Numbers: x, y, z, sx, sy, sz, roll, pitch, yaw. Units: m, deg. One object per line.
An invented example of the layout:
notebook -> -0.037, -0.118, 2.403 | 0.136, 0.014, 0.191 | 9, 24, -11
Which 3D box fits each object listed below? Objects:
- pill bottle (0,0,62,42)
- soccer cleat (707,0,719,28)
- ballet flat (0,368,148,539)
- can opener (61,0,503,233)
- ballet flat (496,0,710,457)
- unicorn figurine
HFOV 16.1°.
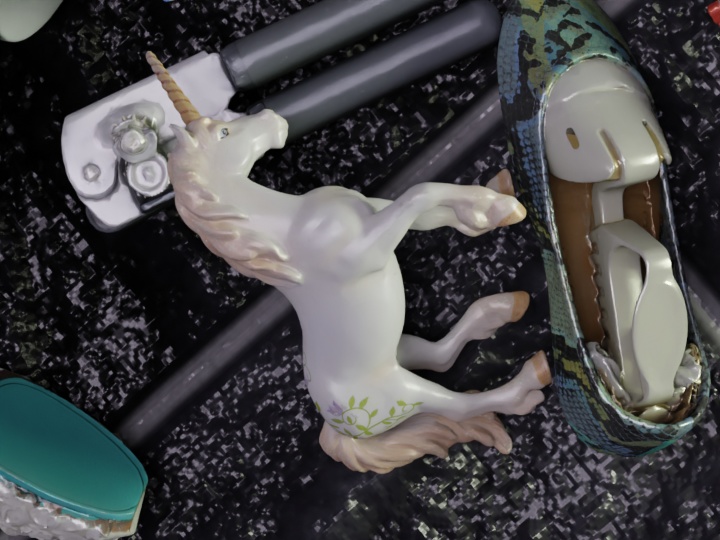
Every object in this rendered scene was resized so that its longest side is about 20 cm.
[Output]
pill bottle -> -0.218, -0.179, 1.098 | 0.200, 0.110, 0.110 | 25, 100, 12
soccer cleat -> 0.198, -0.073, 1.017 | 0.077, 0.069, 0.200 | -27, 84, 13
ballet flat -> -0.181, 0.072, 1.141 | 0.200, 0.072, 0.072 | 31, 102, 13
can opener -> -0.036, -0.079, 1.088 | 0.200, 0.066, 0.053 | -26, 89, 7
ballet flat -> 0.106, -0.022, 1.041 | 0.074, 0.074, 0.201 | -12, 96, 16
unicorn figurine -> 0.000, 0.000, 1.041 | 0.137, 0.074, 0.200 | -12, 105, -1
